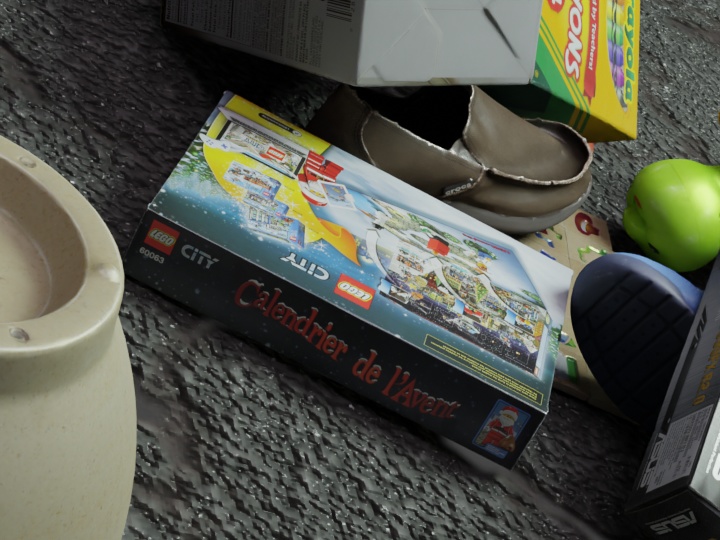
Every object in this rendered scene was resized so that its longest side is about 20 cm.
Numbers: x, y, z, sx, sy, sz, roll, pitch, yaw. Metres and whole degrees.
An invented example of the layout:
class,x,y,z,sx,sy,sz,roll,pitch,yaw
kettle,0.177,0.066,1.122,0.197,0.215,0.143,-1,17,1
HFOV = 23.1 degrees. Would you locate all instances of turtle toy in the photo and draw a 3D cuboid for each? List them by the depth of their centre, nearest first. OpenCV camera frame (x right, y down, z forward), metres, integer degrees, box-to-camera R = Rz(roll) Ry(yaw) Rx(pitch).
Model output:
class,x,y,z,sx,sy,sz,roll,pitch,yaw
turtle toy,0.251,-0.031,1.065,0.199,0.101,0.146,14,33,-27

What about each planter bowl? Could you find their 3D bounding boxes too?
class,x,y,z,sx,sy,sz,roll,pitch,yaw
planter bowl,-0.152,0.032,0.548,0.200,0.135,0.200,24,29,-14

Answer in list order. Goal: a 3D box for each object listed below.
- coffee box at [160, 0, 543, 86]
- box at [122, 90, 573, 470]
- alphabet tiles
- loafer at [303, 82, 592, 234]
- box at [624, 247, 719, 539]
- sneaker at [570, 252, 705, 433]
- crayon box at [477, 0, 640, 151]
class,x,y,z,sx,sy,sz,roll,pitch,yaw
coffee box,-0.009,-0.153,0.937,0.114,0.080,0.200,-4,17,-34
box,0.000,0.000,0.834,0.199,0.038,0.137,27,31,-2
alphabet tiles,0.101,0.006,0.963,0.167,0.008,0.200,24,29,-13
loafer,0.056,-0.067,0.950,0.199,0.071,0.073,-3,40,-39
box,0.221,0.072,0.815,0.158,0.048,0.200,37,54,-12
sneaker,0.189,0.049,0.889,0.200,0.074,0.082,37,44,-14
crayon box,0.122,-0.151,1.059,0.051,0.128,0.200,-2,-8,29
